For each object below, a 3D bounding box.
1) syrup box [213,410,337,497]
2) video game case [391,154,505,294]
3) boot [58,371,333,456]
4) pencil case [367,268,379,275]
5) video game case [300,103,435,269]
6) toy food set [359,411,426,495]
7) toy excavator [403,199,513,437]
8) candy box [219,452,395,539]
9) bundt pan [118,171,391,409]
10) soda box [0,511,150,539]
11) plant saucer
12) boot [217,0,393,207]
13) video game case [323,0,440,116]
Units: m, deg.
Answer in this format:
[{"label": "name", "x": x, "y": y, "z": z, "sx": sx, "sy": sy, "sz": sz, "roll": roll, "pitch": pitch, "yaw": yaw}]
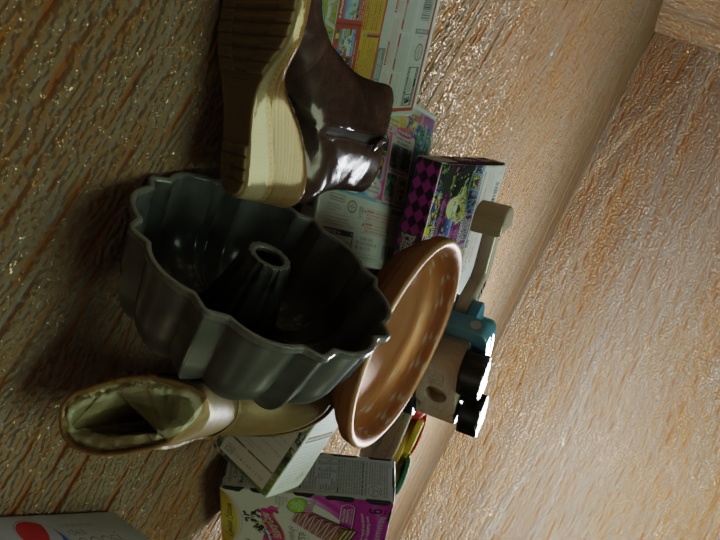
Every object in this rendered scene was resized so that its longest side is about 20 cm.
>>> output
[{"label": "syrup box", "x": -0.051, "y": 0.116, "z": 0.702, "sx": 0.201, "sy": 0.078, "sz": 0.081, "roll": -56, "pitch": 159, "yaw": 5}, {"label": "video game case", "x": 0.095, "y": -0.030, "z": 0.809, "sx": 0.181, "sy": 0.036, "sz": 0.202, "roll": -14, "pitch": 122, "yaw": -57}, {"label": "boot", "x": -0.105, "y": 0.105, "z": 0.542, "sx": 0.200, "sy": 0.173, "sz": 0.067, "roll": 82, "pitch": -6, "yaw": -79}, {"label": "pencil case", "x": 0.000, "y": 0.000, "z": 0.835, "sx": 0.201, "sy": 0.090, "sz": 0.094, "roll": -56, "pitch": 163, "yaw": -31}, {"label": "video game case", "x": 0.012, "y": -0.095, "z": 0.726, "sx": 0.199, "sy": 0.023, "sz": 0.185, "roll": 8, "pitch": 93, "yaw": -58}, {"label": "toy food set", "x": 0.050, "y": 0.200, "z": 0.944, "sx": 0.200, "sy": 0.048, "sz": 0.200, "roll": -135, "pitch": -112, "yaw": -86}, {"label": "toy excavator", "x": 0.115, "y": 0.048, "z": 0.785, "sx": 0.196, "sy": 0.099, "sz": 0.201, "roll": 86, "pitch": 27, "yaw": -43}, {"label": "candy box", "x": -0.064, "y": 0.278, "z": 0.837, "sx": 0.061, "sy": 0.197, "sz": 0.138, "roll": -85, "pitch": -178, "yaw": -49}, {"label": "bundt pan", "x": -0.080, "y": 0.018, "z": 0.500, "sx": 0.076, "sy": 0.201, "sz": 0.201, "roll": -57, "pitch": 165, "yaw": 24}, {"label": "soda box", "x": -0.232, "y": 0.229, "z": 0.530, "sx": 0.064, "sy": 0.068, "sz": 0.200, "roll": -61, "pitch": 161, "yaw": -9}, {"label": "plant saucer", "x": 0.030, "y": 0.060, "z": 0.629, "sx": 0.200, "sy": 0.037, "sz": 0.202, "roll": -49, "pitch": 153, "yaw": -35}, {"label": "boot", "x": -0.030, "y": -0.149, "z": 0.541, "sx": 0.166, "sy": 0.072, "sz": 0.202, "roll": -16, "pitch": 126, "yaw": -52}, {"label": "video game case", "x": -0.001, "y": -0.203, "z": 0.605, "sx": 0.199, "sy": 0.017, "sz": 0.145, "roll": -17, "pitch": 128, "yaw": -49}]
